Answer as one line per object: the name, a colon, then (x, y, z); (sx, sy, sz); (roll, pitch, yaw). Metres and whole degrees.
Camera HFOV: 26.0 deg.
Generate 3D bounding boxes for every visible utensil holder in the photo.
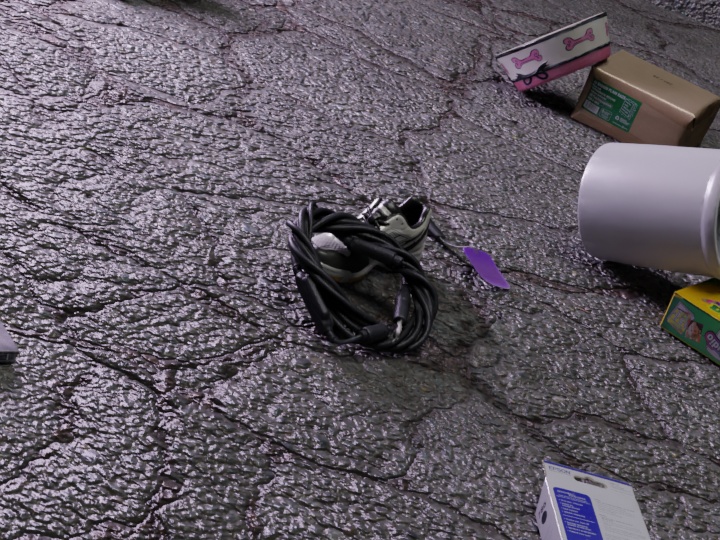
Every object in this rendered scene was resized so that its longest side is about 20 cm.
utensil holder: (0.406, -0.082, 2.027); (0.199, 0.171, 0.169); (10, 15, 36)

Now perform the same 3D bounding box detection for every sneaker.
sneaker: (0.005, -0.044, 1.798); (0.076, 0.088, 0.199); (37, 30, 28)

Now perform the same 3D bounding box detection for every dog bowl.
dog bowl: (0.331, -0.364, 2.616); (0.199, 0.074, 0.200); (-22, 5, 2)

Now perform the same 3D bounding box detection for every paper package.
paper package: (0.485, -0.277, 2.633); (0.199, 0.104, 0.190); (29, 26, 16)

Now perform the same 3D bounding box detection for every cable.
cable: (0.000, 0.000, 1.682); (0.162, 0.051, 0.201); (-5, 53, -33)

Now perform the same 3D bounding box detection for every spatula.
spatula: (0.114, -0.037, 1.945); (0.056, 0.021, 0.200); (13, 20, -47)

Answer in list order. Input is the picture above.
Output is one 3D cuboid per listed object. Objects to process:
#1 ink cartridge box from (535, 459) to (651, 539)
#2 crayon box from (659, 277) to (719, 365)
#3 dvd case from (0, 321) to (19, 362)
ink cartridge box: (0.217, 0.254, 1.414); (0.099, 0.039, 0.200); (16, 26, -10)
crayon box: (0.505, 0.084, 1.961); (0.200, 0.059, 0.172); (35, 28, 28)
dvd case: (-0.413, 0.023, 1.415); (0.148, 0.016, 0.200); (1, 31, -36)
